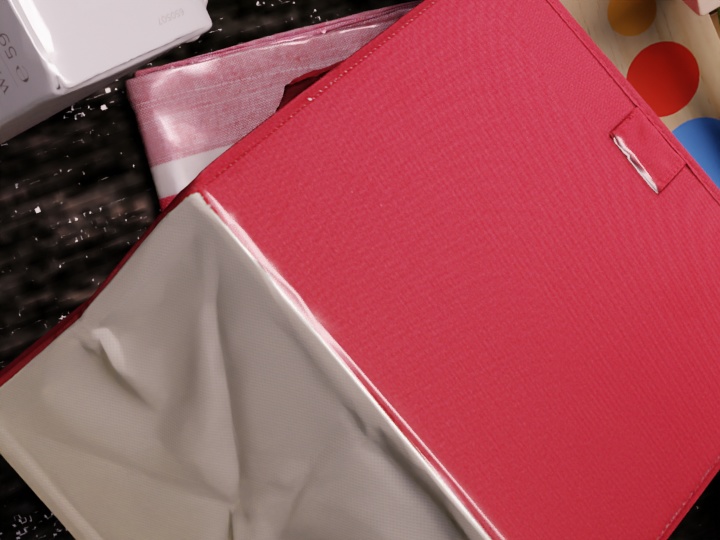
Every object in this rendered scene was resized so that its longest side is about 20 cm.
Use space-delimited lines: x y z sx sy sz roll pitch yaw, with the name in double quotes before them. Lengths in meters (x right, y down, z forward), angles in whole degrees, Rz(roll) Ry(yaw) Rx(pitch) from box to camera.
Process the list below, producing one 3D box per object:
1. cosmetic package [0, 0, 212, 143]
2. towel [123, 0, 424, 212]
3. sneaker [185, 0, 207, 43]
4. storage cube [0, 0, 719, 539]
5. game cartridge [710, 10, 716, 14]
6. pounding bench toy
"cosmetic package" -0.147 -0.085 0.686 0.074 0.200 0.102 -30 96 -42
"towel" 0.000 0.000 0.828 0.143 0.023 0.201 -17 91 -18
"sneaker" -0.120 -0.152 0.725 0.129 0.080 0.200 3 45 -18
"storage cube" 0.013 0.033 0.690 0.200 0.171 0.180 50 47 -2
"game cartridge" 0.122 -0.172 0.849 0.200 0.041 0.133 34 103 -18
"pounding bench toy" 0.126 -0.075 0.756 0.124 0.200 0.157 -27 109 -1
